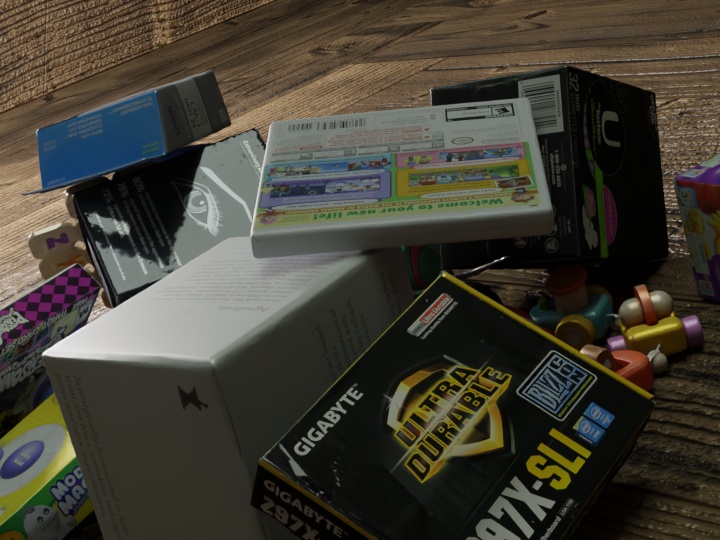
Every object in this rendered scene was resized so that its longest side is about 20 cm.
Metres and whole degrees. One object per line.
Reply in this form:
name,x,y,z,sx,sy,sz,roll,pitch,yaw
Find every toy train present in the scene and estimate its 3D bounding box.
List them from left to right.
toy train,0.162,0.047,1.046,0.149,0.056,0.200,-24,20,-21

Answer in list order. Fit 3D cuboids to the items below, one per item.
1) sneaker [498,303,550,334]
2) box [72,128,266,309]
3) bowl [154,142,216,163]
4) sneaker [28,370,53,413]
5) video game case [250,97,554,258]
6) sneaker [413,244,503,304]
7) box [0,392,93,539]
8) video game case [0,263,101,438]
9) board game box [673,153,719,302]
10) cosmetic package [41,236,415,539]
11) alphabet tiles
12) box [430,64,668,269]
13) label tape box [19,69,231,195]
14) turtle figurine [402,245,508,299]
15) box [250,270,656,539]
sneaker,0.058,0.089,0.924,0.199,0.072,0.113,-20,49,-27
box,-0.158,-0.027,1.374,0.198,0.105,0.149,-20,52,-13
bowl,-0.181,-0.066,1.527,0.199,0.040,0.201,-14,-25,-7
sneaker,-0.167,0.097,1.148,0.198,0.081,0.146,-15,13,-14
video game case,0.028,-0.068,0.995,0.198,0.022,0.183,-5,30,4
sneaker,0.075,0.021,1.191,0.111,0.074,0.200,-4,30,26
box,-0.228,0.147,1.041,0.200,0.049,0.117,-41,27,-24
video game case,-0.311,0.102,1.160,0.200,0.036,0.182,-38,-17,-48
board game box,0.340,-0.030,1.033,0.102,0.106,0.199,-26,19,-24
cosmetic package,-0.071,0.088,0.955,0.164,0.166,0.200,0,23,39
alphabet tiles,-0.238,-0.034,1.461,0.194,0.201,0.015,-20,56,-9
box,0.159,-0.077,1.167,0.123,0.150,0.199,-5,-3,31
label tape box,-0.232,-0.134,1.385,0.142,0.067,0.200,-15,8,22
turtle figurine,0.000,0.000,1.063,0.199,0.150,0.101,-18,32,33
box,0.058,0.105,0.823,0.159,0.050,0.200,33,47,17
